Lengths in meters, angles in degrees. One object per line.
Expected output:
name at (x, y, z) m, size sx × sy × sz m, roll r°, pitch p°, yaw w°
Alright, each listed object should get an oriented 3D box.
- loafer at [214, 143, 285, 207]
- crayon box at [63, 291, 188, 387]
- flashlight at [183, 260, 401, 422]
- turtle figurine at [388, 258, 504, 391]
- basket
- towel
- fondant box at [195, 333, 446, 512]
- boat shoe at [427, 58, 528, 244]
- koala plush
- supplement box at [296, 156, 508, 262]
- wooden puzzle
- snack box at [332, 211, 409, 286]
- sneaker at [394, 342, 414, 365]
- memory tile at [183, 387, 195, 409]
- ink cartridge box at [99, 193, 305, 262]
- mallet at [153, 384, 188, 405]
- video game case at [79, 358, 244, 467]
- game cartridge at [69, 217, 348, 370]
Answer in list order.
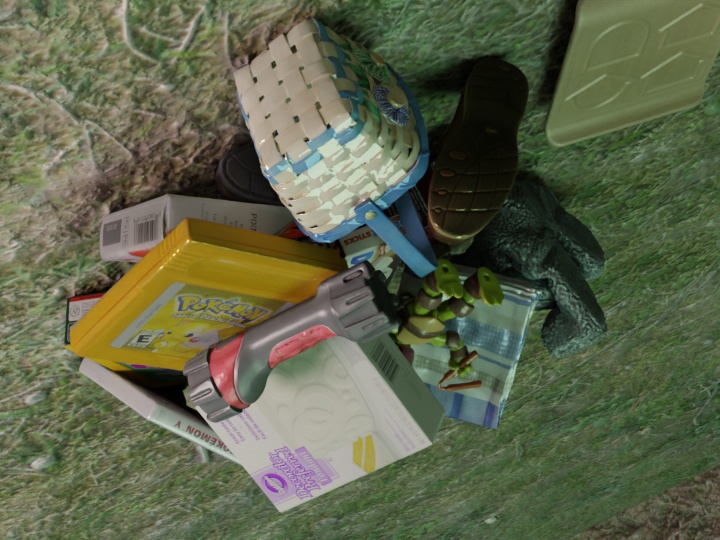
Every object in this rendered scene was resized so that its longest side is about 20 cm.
loafer at (-0.052, -0.079, 1.254) m, size 0.199 × 0.072 × 0.063 m, roll -8°, pitch 155°, yaw -35°
crayon box at (-0.169, 0.064, 1.360) m, size 0.199 × 0.059 × 0.172 m, roll -8°, pitch 160°, yaw 21°
flashlight at (-0.059, 0.067, 1.161) m, size 0.199 × 0.068 × 0.068 m, roll -25°, pitch 149°, yaw 22°
turtle figurine at (0.074, 0.051, 1.362) m, size 0.199 × 0.065 × 0.161 m, roll 24°, pitch 138°, yaw -22°
basket at (-0.007, -0.099, 1.127) m, size 0.139 × 0.177 × 0.200 m, roll -30°, pitch 143°, yaw 11°
towel at (0.101, 0.080, 1.429) m, size 0.146 × 0.024 × 0.201 m, roll 15°, pitch 126°, yaw 4°
fondant box at (-0.039, 0.135, 1.293) m, size 0.199 × 0.145 × 0.058 m, roll -28°, pitch -164°, yaw 32°
boat shoe at (0.104, -0.100, 1.220) m, size 0.072 × 0.201 × 0.068 m, roll 21°, pitch 148°, yaw -3°
koala plush at (0.147, 0.012, 1.491) m, size 0.199 × 0.178 × 0.184 m, roll -31°, pitch 116°, yaw 29°
supplement box at (0.043, -0.050, 1.367) m, size 0.199 × 0.061 × 0.109 m, roll -30°, pitch 170°, yaw 15°
wooden puzzle at (0.269, -0.218, 1.290) m, size 0.184 × 0.046 × 0.201 m, roll -18°, pitch 149°, yaw -13°
snack box at (0.000, 0.000, 1.286) m, size 0.071 × 0.024 × 0.200 m, roll -19°, pitch 164°, yaw -15°
sneaker at (-0.040, 0.110, 1.350) m, size 0.095 × 0.079 × 0.200 m, roll 41°, pitch 123°, yaw -20°
memory tile at (-0.151, 0.142, 1.650) m, size 0.152 × 0.017 × 0.200 m, roll -26°, pitch 154°, yaw 5°
ink cartridge box at (-0.116, -0.027, 1.209) m, size 0.199 × 0.051 × 0.162 m, roll 8°, pitch 172°, yaw -29°
mallet at (-0.160, 0.101, 1.532) m, size 0.199 × 0.041 × 0.066 m, roll -30°, pitch 135°, yaw 2°
video game case at (-0.188, 0.158, 1.416) m, size 0.182 × 0.200 × 0.023 m, roll 32°, pitch 82°, yaw -33°
game cartridge at (-0.129, 0.029, 1.162) m, size 0.175 × 0.033 × 0.200 m, roll 11°, pitch 145°, yaw -38°
